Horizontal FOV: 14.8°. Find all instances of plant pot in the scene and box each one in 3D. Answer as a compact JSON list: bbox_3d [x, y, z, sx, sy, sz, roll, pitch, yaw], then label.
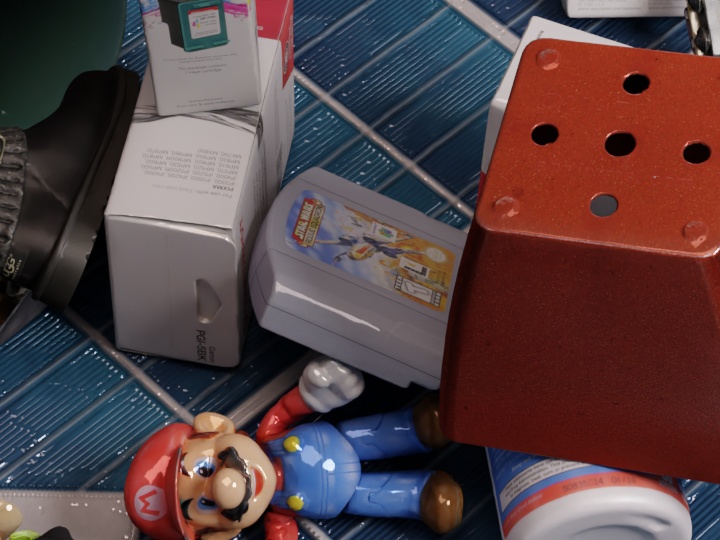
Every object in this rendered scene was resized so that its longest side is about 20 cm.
[{"bbox_3d":[0.151,-0.019,1.555,0.200,0.176,0.200,8,58,16],"label":"plant pot"},{"bbox_3d":[-0.278,-0.174,1.792,0.201,0.201,0.161,-38,38,-26],"label":"plant pot"}]

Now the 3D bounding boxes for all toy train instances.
[{"bbox_3d":[0.233,-0.162,1.850,0.034,0.046,0.200,-11,88,-13],"label":"toy train"}]

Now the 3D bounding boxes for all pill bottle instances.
[{"bbox_3d":[0.126,0.085,1.664,0.112,0.112,0.200,-5,55,-6],"label":"pill bottle"}]

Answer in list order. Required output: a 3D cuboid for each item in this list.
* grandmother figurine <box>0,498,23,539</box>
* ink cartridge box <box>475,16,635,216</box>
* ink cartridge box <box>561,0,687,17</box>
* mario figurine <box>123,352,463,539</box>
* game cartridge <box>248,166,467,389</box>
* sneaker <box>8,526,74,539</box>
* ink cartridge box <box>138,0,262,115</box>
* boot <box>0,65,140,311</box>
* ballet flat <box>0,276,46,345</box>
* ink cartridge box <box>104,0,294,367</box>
[{"bbox_3d":[-0.268,0.213,1.586,0.121,0.061,0.200,8,50,14],"label":"grandmother figurine"},{"bbox_3d":[0.182,-0.059,1.753,0.200,0.144,0.084,19,55,10],"label":"ink cartridge box"},{"bbox_3d":[0.218,-0.272,1.884,0.162,0.200,0.050,-1,21,-3],"label":"ink cartridge box"},{"bbox_3d":[-0.039,0.125,1.632,0.200,0.106,0.123,-6,54,-10],"label":"mario figurine"},{"bbox_3d":[0.000,0.000,1.700,0.133,0.042,0.200,27,23,-5],"label":"game cartridge"},{"bbox_3d":[-0.116,0.200,1.590,0.200,0.072,0.083,27,38,4],"label":"sneaker"},{"bbox_3d":[-0.100,-0.200,1.628,0.067,0.200,0.116,-6,53,-1],"label":"ink cartridge box"},{"bbox_3d":[-0.226,-0.078,1.706,0.158,0.079,0.211,22,38,-7],"label":"boot"},{"bbox_3d":[-0.235,0.012,1.728,0.073,0.073,0.200,25,56,16],"label":"ballet flat"},{"bbox_3d":[-0.098,-0.062,1.741,0.083,0.147,0.200,8,53,5],"label":"ink cartridge box"}]
